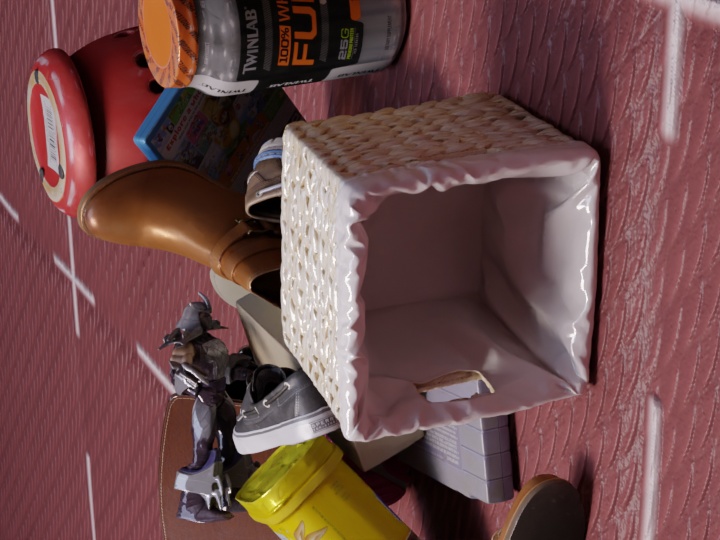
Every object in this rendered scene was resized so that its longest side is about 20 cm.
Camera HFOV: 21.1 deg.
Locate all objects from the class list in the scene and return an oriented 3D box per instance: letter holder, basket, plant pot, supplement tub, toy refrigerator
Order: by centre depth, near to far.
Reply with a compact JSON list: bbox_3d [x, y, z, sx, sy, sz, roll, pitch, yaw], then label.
[{"bbox_3d":[0.051,-0.011,1.398,0.161,0.197,0.201,-134,39,-55],"label":"basket"},{"bbox_3d":[-0.073,-0.210,1.587,0.123,0.199,0.123,42,138,54],"label":"supplement tub"},{"bbox_3d":[-0.026,0.082,1.670,0.200,0.070,0.076,39,153,50],"label":"toy refrigerator"},{"bbox_3d":[-0.123,0.181,1.912,0.101,0.141,0.201,-81,-3,-57],"label":"letter holder"},{"bbox_3d":[-0.248,-0.156,2.041,0.200,0.182,0.202,170,90,-69],"label":"plant pot"}]

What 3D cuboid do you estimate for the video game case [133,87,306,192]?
[{"bbox_3d":[-0.106,-0.104,1.686,0.018,0.143,0.200,11,150,39],"label":"video game case"}]

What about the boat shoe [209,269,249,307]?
[{"bbox_3d":[-0.108,-0.023,1.927,0.200,0.072,0.060,96,-165,-61],"label":"boat shoe"}]

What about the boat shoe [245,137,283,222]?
[{"bbox_3d":[0.001,-0.055,1.536,0.199,0.073,0.072,4,143,28],"label":"boat shoe"}]

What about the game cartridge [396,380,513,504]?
[{"bbox_3d":[0.067,0.112,1.621,0.200,0.038,0.130,20,122,63],"label":"game cartridge"}]

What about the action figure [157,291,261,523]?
[{"bbox_3d":[-0.130,0.118,1.719,0.069,0.130,0.201,-5,94,28],"label":"action figure"}]

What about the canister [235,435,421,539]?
[{"bbox_3d":[-0.002,0.235,1.645,0.200,0.087,0.149,46,168,-6],"label":"canister"}]

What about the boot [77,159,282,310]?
[{"bbox_3d":[-0.118,-0.023,1.571,0.155,0.199,0.074,-126,41,-51],"label":"boot"}]

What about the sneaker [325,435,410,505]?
[{"bbox_3d":[-0.027,0.140,1.786,0.201,0.081,0.088,70,154,22],"label":"sneaker"}]

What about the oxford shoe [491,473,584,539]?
[{"bbox_3d":[0.122,0.219,1.499,0.071,0.071,0.201,-116,26,-42],"label":"oxford shoe"}]

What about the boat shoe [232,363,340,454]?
[{"bbox_3d":[-0.067,0.108,1.599,0.067,0.070,0.200,67,162,-1],"label":"boat shoe"}]
